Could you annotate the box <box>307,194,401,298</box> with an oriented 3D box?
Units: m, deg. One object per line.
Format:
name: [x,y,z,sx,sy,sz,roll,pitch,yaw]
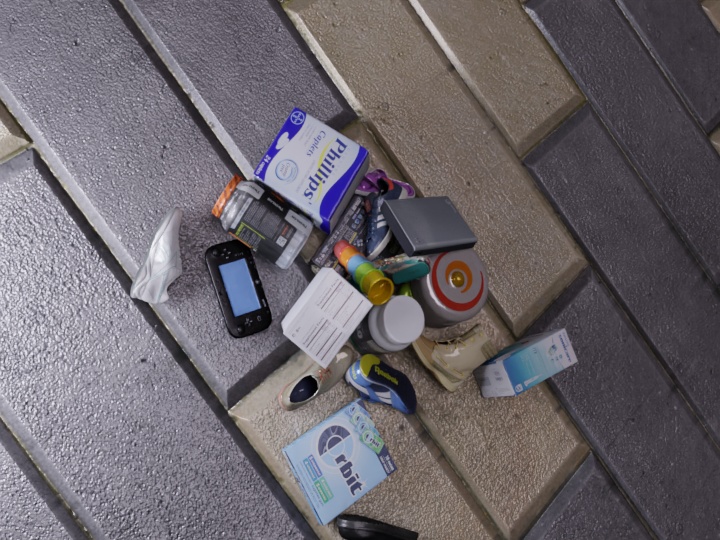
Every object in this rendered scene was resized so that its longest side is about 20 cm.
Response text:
box: [-0.004,-0.047,1.448,0.160,0.049,0.203,36,68,-8]

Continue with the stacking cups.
stacking cups: [0.000,0.000,1.321,0.059,0.200,0.062,-12,120,-22]

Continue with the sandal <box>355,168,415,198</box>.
sandal: [0.045,-0.212,1.487,0.197,0.050,0.084,6,43,-28]

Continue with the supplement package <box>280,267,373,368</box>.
supplement package: [-0.074,0.089,1.289,0.110,0.200,0.157,38,85,-8]

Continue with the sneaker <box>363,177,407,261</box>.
sneaker: [0.034,-0.119,1.412,0.083,0.074,0.204,33,60,-20]

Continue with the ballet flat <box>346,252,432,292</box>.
ballet flat: [0.063,0.000,1.386,0.194,0.065,0.077,-11,125,9]

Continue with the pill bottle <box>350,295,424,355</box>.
pill bottle: [0.055,0.117,1.351,0.110,0.199,0.117,5,76,-20]

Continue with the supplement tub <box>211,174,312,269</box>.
supplement tub: [-0.208,-0.105,1.343,0.198,0.122,0.124,35,68,-11]

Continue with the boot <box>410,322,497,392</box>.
boot: [0.205,0.163,1.415,0.154,0.073,0.201,-39,112,9]

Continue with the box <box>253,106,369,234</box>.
box: [-0.104,-0.217,1.381,0.196,0.105,0.187,30,77,5]

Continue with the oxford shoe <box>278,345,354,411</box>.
oxford shoe: [-0.083,0.229,1.342,0.199,0.074,0.071,-39,93,-23]

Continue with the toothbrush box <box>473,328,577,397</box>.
toothbrush box: [0.383,0.218,1.484,0.195,0.146,0.088,-20,85,-22]

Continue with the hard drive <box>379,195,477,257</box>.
hard drive: [0.152,-0.100,1.393,0.196,0.033,0.141,-8,56,-38]

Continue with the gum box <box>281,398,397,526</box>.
gum box: [-0.043,0.400,1.336,0.197,0.044,0.173,-30,90,-23]

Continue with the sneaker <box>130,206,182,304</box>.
sneaker: [-0.398,-0.029,1.290,0.079,0.070,0.206,23,77,-24]

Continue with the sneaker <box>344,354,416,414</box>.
sneaker: [0.048,0.256,1.393,0.199,0.081,0.075,40,38,-27]

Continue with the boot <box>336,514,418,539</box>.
boot: [0.028,0.599,1.289,0.207,0.079,0.162,24,70,-23]

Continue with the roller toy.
roller toy: [0.199,0.030,1.458,0.180,0.139,0.204,31,69,-12]

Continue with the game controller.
game controller: [-0.258,0.037,1.336,0.102,0.042,0.206,-18,85,-23]
